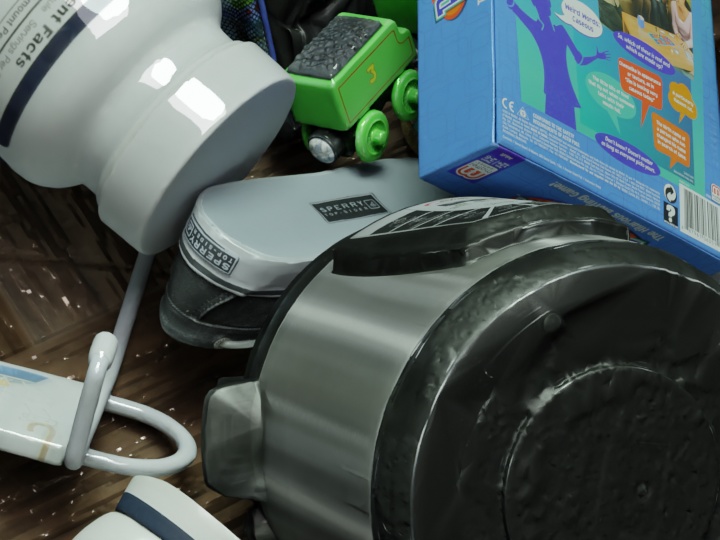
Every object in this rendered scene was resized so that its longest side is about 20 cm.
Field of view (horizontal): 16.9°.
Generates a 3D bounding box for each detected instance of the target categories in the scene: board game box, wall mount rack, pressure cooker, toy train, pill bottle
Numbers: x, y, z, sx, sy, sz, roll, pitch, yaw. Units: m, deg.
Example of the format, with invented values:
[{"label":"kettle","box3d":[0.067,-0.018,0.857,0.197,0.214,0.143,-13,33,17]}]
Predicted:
[{"label":"board game box","box3d":[0.089,-0.108,1.022,0.152,0.045,0.200,25,56,-39]},{"label":"wall mount rack","box3d":[-0.153,0.013,0.995,0.200,0.075,0.174,16,20,-3]},{"label":"pressure cooker","box3d":[0.046,0.064,0.926,0.176,0.200,0.179,44,79,-22]},{"label":"toy train","box3d":[0.031,-0.122,1.064,0.042,0.056,0.200,11,46,35]},{"label":"pill bottle","box3d":[-0.129,-0.106,0.990,0.200,0.116,0.116,42,59,9]}]

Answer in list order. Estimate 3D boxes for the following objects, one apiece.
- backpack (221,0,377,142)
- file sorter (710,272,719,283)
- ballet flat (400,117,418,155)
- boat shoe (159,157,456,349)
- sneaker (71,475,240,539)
[{"label":"backpack","box3d":[-0.048,-0.197,1.068,0.147,0.200,0.183,19,55,25]},{"label":"file sorter","box3d":[0.225,0.035,0.965,0.124,0.139,0.200,9,17,-13]},{"label":"ballet flat","box3d":[0.101,-0.114,1.127,0.200,0.071,0.071,-35,71,-28]},{"label":"boat shoe","box3d":[0.001,0.002,1.031,0.199,0.068,0.074,-10,46,-46]},{"label":"sneaker","box3d":[-0.038,0.169,0.926,0.200,0.076,0.081,38,71,17]}]
